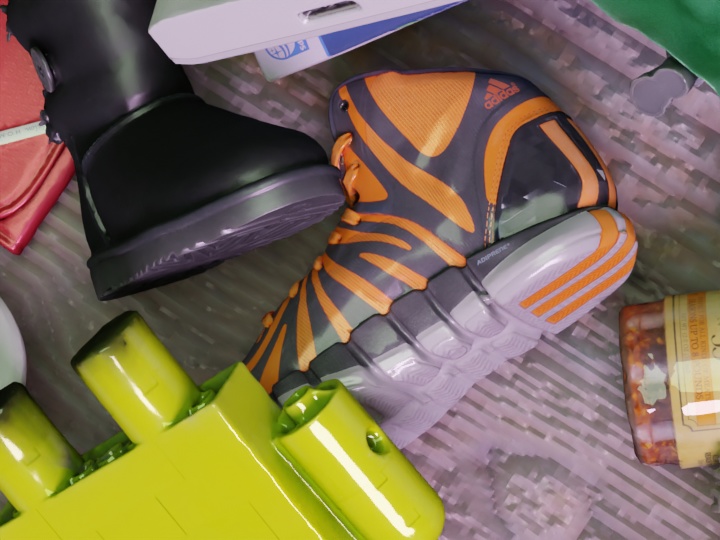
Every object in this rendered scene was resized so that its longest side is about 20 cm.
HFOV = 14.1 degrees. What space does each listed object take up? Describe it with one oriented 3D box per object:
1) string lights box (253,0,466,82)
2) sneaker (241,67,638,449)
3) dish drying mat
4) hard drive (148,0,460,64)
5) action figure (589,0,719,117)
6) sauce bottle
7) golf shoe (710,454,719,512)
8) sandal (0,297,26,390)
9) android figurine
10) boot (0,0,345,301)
[{"bbox_3d":[0.056,-0.137,1.038,0.200,0.103,0.059,-22,97,22],"label":"string lights box"},{"bbox_3d":[0.000,0.000,1.085,0.200,0.078,0.112,-32,65,10],"label":"sneaker"},{"bbox_3d":[-0.112,-0.110,1.134,0.077,0.018,0.200,31,90,11],"label":"dish drying mat"},{"bbox_3d":[0.008,-0.164,0.998,0.132,0.027,0.200,-11,48,31],"label":"hard drive"},{"bbox_3d":[0.175,-0.106,0.987,0.118,0.055,0.200,44,62,9],"label":"action figure"},{"bbox_3d":[0.194,0.030,1.048,0.199,0.066,0.066,-9,83,7],"label":"sauce bottle"},{"bbox_3d":[0.172,0.157,1.034,0.097,0.078,0.201,1,104,-24],"label":"golf shoe"},{"bbox_3d":[-0.209,0.018,1.125,0.202,0.050,0.083,20,73,23],"label":"sandal"},{"bbox_3d":[-0.051,0.110,1.052,0.182,0.041,0.200,-33,105,31],"label":"android figurine"},{"bbox_3d":[-0.085,-0.099,1.047,0.065,0.165,0.201,-15,87,-31],"label":"boot"}]
